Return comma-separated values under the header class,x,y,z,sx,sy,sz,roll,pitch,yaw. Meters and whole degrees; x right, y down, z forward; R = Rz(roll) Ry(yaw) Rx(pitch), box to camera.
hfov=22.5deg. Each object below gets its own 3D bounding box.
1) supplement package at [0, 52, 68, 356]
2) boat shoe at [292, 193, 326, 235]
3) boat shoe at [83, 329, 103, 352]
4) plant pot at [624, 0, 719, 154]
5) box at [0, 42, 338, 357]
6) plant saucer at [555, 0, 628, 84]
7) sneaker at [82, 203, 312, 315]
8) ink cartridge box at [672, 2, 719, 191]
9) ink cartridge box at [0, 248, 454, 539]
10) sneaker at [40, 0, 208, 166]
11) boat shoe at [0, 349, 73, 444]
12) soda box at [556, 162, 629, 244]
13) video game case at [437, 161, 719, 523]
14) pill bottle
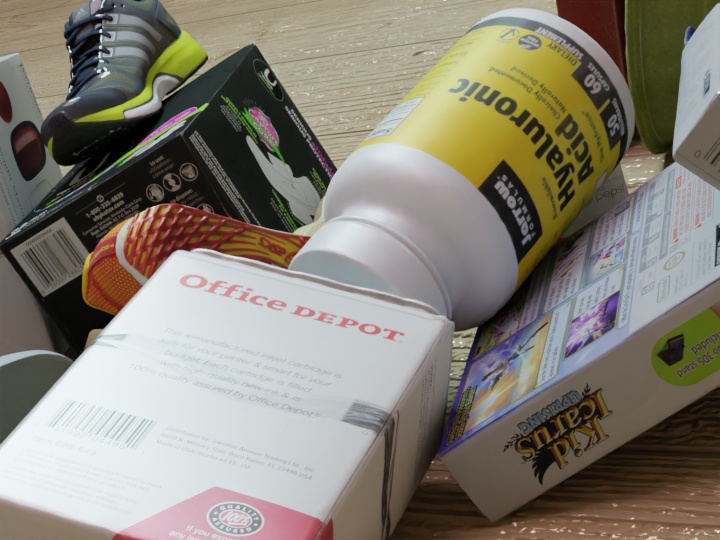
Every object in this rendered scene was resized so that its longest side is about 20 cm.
class,x,y,z,sx,sy,sz,roll,pitch,yaw
supplement package,-0.281,-0.027,1.210,0.146,0.192,0.200,-17,12,4
boat shoe,0.000,0.000,1.085,0.065,0.073,0.200,-7,21,14
boat shoe,-0.069,0.080,0.940,0.199,0.070,0.071,4,64,32
plant pot,0.284,-0.173,1.159,0.189,0.201,0.200,3,25,22
box,-0.112,-0.036,1.162,0.148,0.125,0.200,-29,14,20
plant saucer,0.208,-0.208,1.279,0.037,0.201,0.199,11,33,39
sneaker,-0.053,0.014,0.963,0.077,0.199,0.073,-25,50,52
ink cartridge box,0.235,-0.045,0.827,0.041,0.199,0.200,-56,4,24
ink cartridge box,-0.059,0.084,0.787,0.145,0.085,0.200,14,36,16
sneaker,-0.168,-0.131,1.183,0.074,0.081,0.200,-30,14,22
boat shoe,-0.257,0.101,1.035,0.200,0.071,0.091,-34,28,-33
soda box,0.121,-0.056,1.126,0.063,0.068,0.200,-18,19,2
video game case,0.132,0.015,0.864,0.181,0.046,0.200,-34,12,22
pill bottle,0.050,-0.039,0.939,0.111,0.112,0.200,0,39,44
